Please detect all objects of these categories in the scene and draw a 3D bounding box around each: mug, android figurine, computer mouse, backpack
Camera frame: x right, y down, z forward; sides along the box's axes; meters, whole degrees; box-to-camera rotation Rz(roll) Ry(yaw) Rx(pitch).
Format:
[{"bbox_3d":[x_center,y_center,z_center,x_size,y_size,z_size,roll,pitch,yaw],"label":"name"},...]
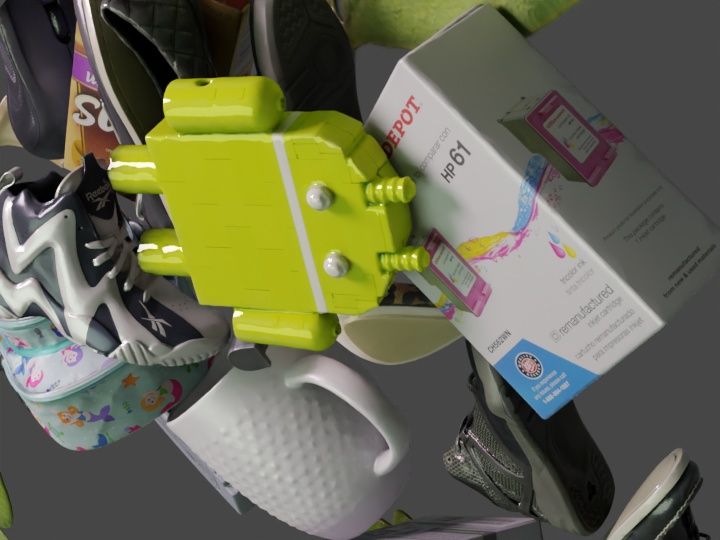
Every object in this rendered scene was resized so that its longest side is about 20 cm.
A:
[{"bbox_3d":[-0.036,0.125,0.905,0.175,0.148,0.200,45,147,-8],"label":"mug"},{"bbox_3d":[-0.054,-0.032,0.665,0.199,0.041,0.183,5,125,25],"label":"android figurine"},{"bbox_3d":[-0.243,-0.168,0.880,0.053,0.138,0.201,27,140,32],"label":"computer mouse"},{"bbox_3d":[-0.223,0.047,0.946,0.200,0.177,0.151,47,165,47],"label":"backpack"}]

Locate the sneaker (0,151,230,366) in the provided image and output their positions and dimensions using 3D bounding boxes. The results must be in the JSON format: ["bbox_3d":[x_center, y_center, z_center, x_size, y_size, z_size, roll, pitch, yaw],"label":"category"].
[{"bbox_3d":[-0.182,-0.016,0.813,0.198,0.080,0.130,19,113,6],"label":"sneaker"}]

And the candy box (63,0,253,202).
[{"bbox_3d":[-0.143,-0.136,0.800,0.116,0.057,0.200,25,135,5],"label":"candy box"}]

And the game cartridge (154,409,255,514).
[{"bbox_3d":[-0.185,0.174,1.210,0.200,0.041,0.133,45,159,17],"label":"game cartridge"}]

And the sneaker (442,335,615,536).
[{"bbox_3d":[0.094,0.097,0.781,0.114,0.076,0.200,0,127,43],"label":"sneaker"}]

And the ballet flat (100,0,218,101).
[{"bbox_3d":[-0.107,-0.089,0.704,0.066,0.057,0.201,9,126,53],"label":"ballet flat"}]

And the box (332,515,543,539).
[{"bbox_3d":[0.023,0.235,0.896,0.156,0.199,0.041,-17,79,55],"label":"box"}]

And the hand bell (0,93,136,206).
[{"bbox_3d":[-0.223,-0.092,1.004,0.200,0.104,0.104,39,148,-4],"label":"hand bell"}]

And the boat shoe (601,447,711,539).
[{"bbox_3d":[0.198,0.186,0.743,0.066,0.074,0.200,37,145,18],"label":"boat shoe"}]

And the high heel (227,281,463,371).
[{"bbox_3d":[0.000,0.000,0.837,0.199,0.143,0.072,-8,136,16],"label":"high heel"}]

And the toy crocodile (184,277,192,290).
[{"bbox_3d":[-0.153,0.095,1.108,0.200,0.062,0.068,62,-175,-20],"label":"toy crocodile"}]

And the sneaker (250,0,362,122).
[{"bbox_3d":[-0.053,-0.102,0.754,0.114,0.076,0.200,12,137,36],"label":"sneaker"}]

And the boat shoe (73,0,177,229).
[{"bbox_3d":[-0.152,-0.110,0.736,0.063,0.073,0.201,1,122,34],"label":"boat shoe"}]

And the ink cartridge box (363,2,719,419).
[{"bbox_3d":[0.090,-0.032,0.652,0.200,0.085,0.145,47,148,9],"label":"ink cartridge box"}]
